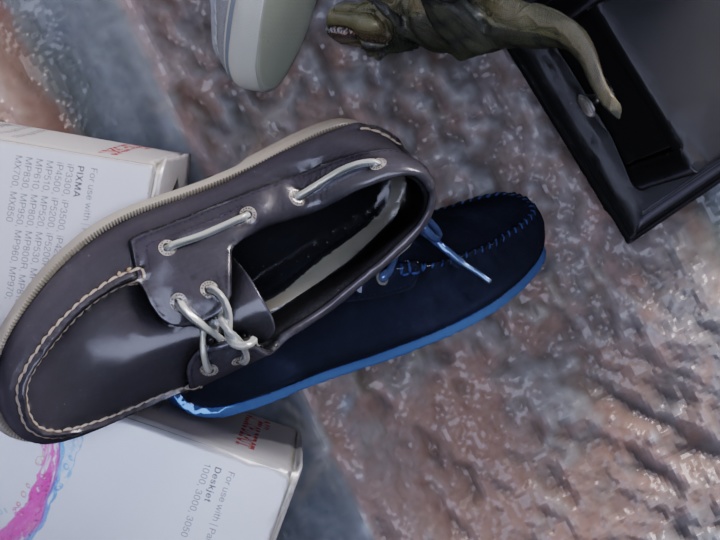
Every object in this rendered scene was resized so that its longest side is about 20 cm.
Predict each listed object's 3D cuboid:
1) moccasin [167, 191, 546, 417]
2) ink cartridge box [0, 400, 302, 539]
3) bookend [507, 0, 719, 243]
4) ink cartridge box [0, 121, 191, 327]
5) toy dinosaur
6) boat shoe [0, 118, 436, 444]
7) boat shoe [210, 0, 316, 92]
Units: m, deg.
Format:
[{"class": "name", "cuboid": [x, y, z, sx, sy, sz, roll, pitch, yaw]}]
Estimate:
[{"class": "moccasin", "cuboid": [0.000, 0.000, 0.894, 0.199, 0.080, 0.069, -25, 114, -31]}, {"class": "ink cartridge box", "cuboid": [-0.130, 0.084, 0.897, 0.198, 0.145, 0.085, 18, 92, -1]}, {"class": "bookend", "cuboid": [0.121, -0.125, 0.859, 0.092, 0.199, 0.201, -33, 93, -8]}, {"class": "ink cartridge box", "cuboid": [-0.181, -0.025, 0.892, 0.198, 0.147, 0.084, 10, 94, 0]}, {"class": "toy dinosaur", "cuboid": [0.040, -0.121, 0.871, 0.047, 0.200, 0.089, -36, 118, -18]}, {"class": "boat shoe", "cuboid": [-0.056, 0.005, 0.805, 0.199, 0.063, 0.073, -33, 119, -19]}, {"class": "boat shoe", "cuboid": [-0.053, -0.184, 0.933, 0.071, 0.070, 0.203, 8, 94, 19]}]
